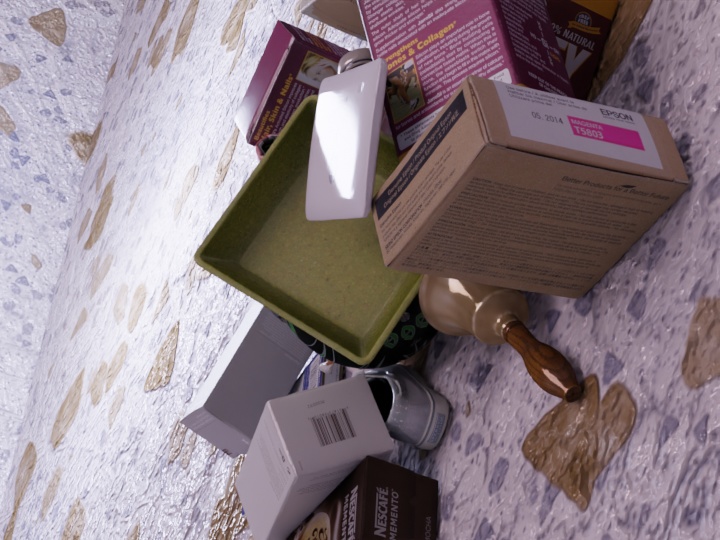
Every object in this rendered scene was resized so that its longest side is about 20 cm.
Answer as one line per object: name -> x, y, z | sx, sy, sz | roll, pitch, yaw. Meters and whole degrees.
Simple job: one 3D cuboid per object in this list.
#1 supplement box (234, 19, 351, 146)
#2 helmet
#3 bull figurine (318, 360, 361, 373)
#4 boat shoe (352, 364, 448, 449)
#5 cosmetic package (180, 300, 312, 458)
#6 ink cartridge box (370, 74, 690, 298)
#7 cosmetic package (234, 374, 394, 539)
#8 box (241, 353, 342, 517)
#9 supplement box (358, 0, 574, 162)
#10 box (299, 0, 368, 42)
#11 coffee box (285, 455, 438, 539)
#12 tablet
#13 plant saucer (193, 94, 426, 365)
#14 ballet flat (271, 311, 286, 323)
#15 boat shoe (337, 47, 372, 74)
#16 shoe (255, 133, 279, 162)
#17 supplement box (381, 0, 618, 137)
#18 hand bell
supplement box -> -0.024, -0.179, 1.954 | 0.132, 0.199, 0.103 | -63, 20, 13
helmet -> 0.000, 0.000, 1.713 | 0.191, 0.198, 0.202 | 73, -152, -66
bull figurine -> 0.002, 0.021, 1.882 | 0.201, 0.065, 0.122 | -81, 14, -47
boat shoe -> 0.023, 0.125, 1.702 | 0.071, 0.071, 0.201 | -69, 19, 0
cosmetic package -> -0.117, 0.110, 2.008 | 0.201, 0.090, 0.107 | -57, 9, -26
ink cartridge box -> 0.133, -0.062, 1.381 | 0.165, 0.198, 0.076 | -51, 41, 41
cosmetic package -> -0.048, 0.191, 1.676 | 0.085, 0.107, 0.200 | 66, 155, 22
box -> -0.078, 0.190, 1.974 | 0.200, 0.032, 0.122 | -50, 26, 41
supplement box -> 0.091, -0.178, 1.467 | 0.130, 0.103, 0.202 | -29, 59, 30
box -> 0.021, -0.299, 1.713 | 0.200, 0.094, 0.078 | -21, 51, 68
coffee box -> -0.009, 0.276, 1.620 | 0.200, 0.079, 0.114 | -50, 27, 45
tablet -> -0.015, -0.109, 1.488 | 0.200, 0.014, 0.131 | -177, 94, -75
plant saucer -> -0.018, -0.033, 1.598 | 0.201, 0.199, 0.048 | -55, -18, -13
ballet flat -> -0.063, 0.029, 1.888 | 0.200, 0.074, 0.075 | -98, 32, -76
boat shoe -> 0.041, -0.135, 1.781 | 0.074, 0.200, 0.093 | -24, 45, 19
shoe -> -0.023, -0.087, 1.856 | 0.072, 0.199, 0.091 | -57, -29, -32
supplement box -> 0.120, -0.187, 1.665 | 0.199, 0.132, 0.200 | -70, 18, -5
hand bell -> 0.136, 0.057, 1.480 | 0.105, 0.103, 0.200 | -63, 33, 16
